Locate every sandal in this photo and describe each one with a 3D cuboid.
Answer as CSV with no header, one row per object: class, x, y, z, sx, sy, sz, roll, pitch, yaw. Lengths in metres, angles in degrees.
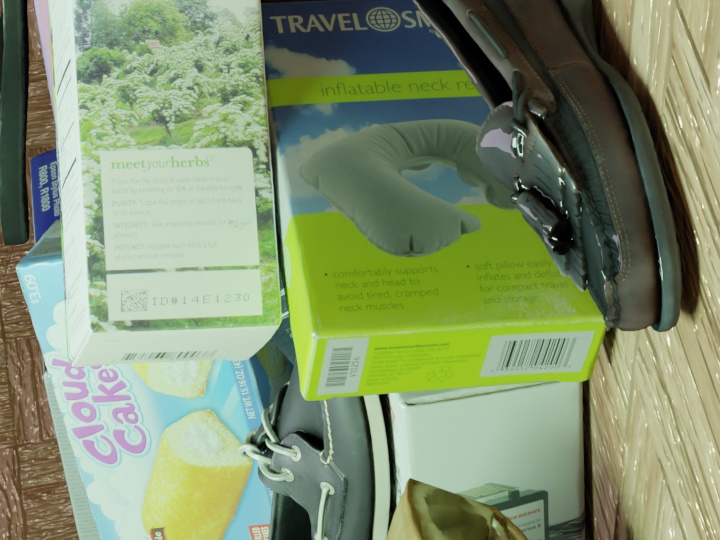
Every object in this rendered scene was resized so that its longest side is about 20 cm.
sandal,-0.193,-0.107,1.193,0.075,0.045,0.202,-103,15,-67

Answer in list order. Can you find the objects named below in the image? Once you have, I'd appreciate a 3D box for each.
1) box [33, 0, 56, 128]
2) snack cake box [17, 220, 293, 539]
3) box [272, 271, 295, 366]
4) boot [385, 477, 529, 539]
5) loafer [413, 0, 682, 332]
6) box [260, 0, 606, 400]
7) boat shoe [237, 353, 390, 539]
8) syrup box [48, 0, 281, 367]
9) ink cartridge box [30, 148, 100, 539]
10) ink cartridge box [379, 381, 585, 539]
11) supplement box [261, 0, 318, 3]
box,-0.130,-0.153,1.269,0.177,0.096,0.201,88,170,-48
snack cake box,-0.094,0.068,1.229,0.067,0.114,0.201,-60,-41,-63
box,0.000,0.000,1.220,0.158,0.051,0.201,51,-158,-39
boot,0.007,0.160,0.981,0.175,0.066,0.201,45,137,29
loafer,0.062,-0.052,0.826,0.072,0.062,0.201,86,172,-47
box,0.020,-0.043,0.953,0.048,0.121,0.201,102,160,-50
boat shoe,-0.022,0.091,1.042,0.073,0.062,0.201,-108,11,-52
syrup box,-0.083,-0.067,0.952,0.081,0.078,0.202,137,130,-73
ink cartridge box,-0.172,0.025,1.398,0.200,0.040,0.201,-103,8,-49
ink cartridge box,0.049,0.090,1.078,0.146,0.083,0.201,-108,11,-55
supplement box,-0.002,-0.202,0.995,0.200,0.109,0.086,92,168,-63
